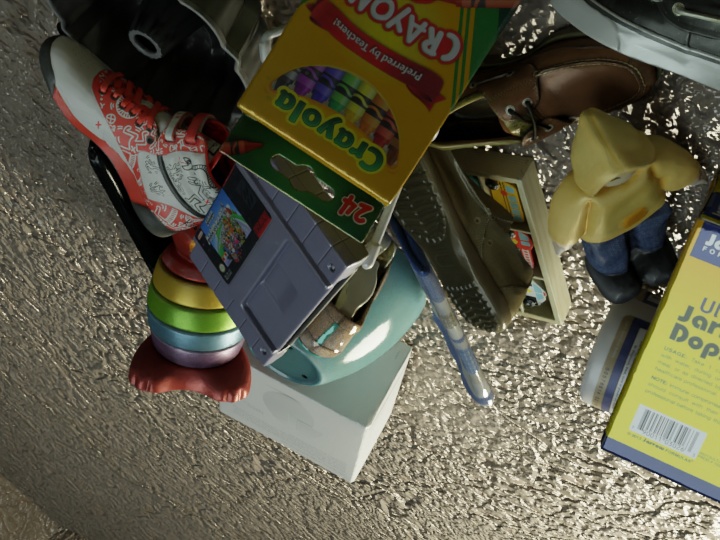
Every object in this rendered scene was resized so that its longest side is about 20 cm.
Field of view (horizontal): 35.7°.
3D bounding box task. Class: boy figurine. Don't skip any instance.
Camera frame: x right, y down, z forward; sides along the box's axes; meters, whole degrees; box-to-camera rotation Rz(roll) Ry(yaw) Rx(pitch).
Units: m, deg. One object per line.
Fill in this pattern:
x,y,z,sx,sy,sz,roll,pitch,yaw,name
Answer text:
0.195,-0.053,0.815,0.124,0.065,0.200,-23,150,4,boy figurine

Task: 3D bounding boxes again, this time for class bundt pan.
-0.160,-0.214,0.931,0.201,0.076,0.202,25,155,13,bundt pan

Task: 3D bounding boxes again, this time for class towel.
0.070,0.025,1.061,0.200,0.024,0.147,61,-176,-41,towel

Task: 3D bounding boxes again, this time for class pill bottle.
0.297,0.098,0.946,0.199,0.111,0.111,23,151,18,pill bottle

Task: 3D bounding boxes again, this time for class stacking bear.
-0.154,0.011,1.088,0.121,0.114,0.201,8,120,-5,stacking bear

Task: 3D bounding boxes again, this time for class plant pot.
-0.048,0.042,1.183,0.199,0.135,0.200,24,152,14,plant pot

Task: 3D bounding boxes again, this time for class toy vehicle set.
0.114,-0.033,1.010,0.124,0.027,0.200,14,148,32,toy vehicle set

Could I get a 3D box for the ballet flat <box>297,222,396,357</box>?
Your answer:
0.000,0.000,1.027,0.068,0.200,0.067,33,131,-13,ballet flat

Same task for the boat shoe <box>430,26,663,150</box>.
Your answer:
0.125,-0.121,0.809,0.200,0.068,0.072,-6,135,50,boat shoe

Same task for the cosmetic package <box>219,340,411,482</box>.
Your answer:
-0.061,0.134,1.359,0.199,0.123,0.200,27,151,8,cosmetic package

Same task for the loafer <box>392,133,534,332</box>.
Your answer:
0.081,-0.044,0.930,0.076,0.067,0.200,2,125,54,loafer

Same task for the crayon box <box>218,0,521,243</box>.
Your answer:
0.005,-0.134,0.768,0.127,0.200,0.051,32,-179,-2,crayon box

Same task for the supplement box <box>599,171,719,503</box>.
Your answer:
0.266,0.049,0.809,0.109,0.109,0.201,23,120,15,supplement box

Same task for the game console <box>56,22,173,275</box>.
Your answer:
-0.248,-0.118,1.119,0.116,0.176,0.200,3,146,15,game console

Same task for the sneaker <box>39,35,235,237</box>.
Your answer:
-0.180,-0.130,0.959,0.108,0.067,0.202,-20,112,32,sneaker

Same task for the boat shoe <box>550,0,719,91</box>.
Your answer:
0.213,-0.153,0.682,0.200,0.071,0.064,29,121,23,boat shoe

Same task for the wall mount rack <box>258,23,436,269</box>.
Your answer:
-0.015,-0.106,0.884,0.200,0.074,0.174,27,135,56,wall mount rack

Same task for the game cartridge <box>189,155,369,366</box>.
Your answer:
-0.077,-0.013,0.921,0.130,0.038,0.200,51,145,8,game cartridge
